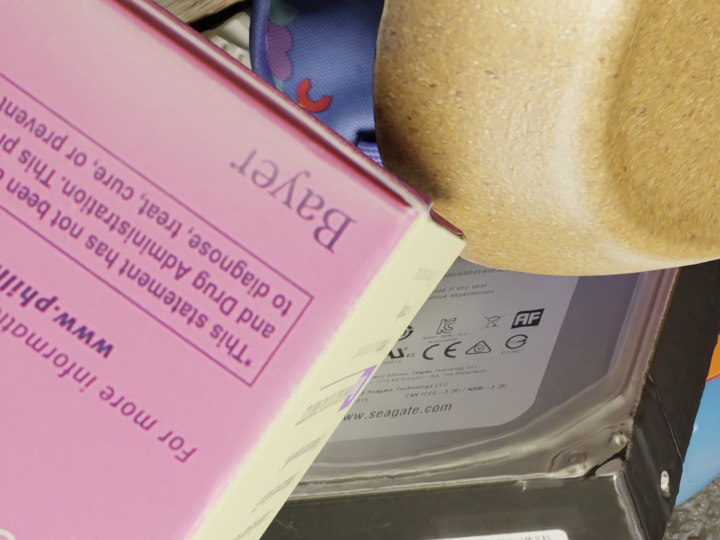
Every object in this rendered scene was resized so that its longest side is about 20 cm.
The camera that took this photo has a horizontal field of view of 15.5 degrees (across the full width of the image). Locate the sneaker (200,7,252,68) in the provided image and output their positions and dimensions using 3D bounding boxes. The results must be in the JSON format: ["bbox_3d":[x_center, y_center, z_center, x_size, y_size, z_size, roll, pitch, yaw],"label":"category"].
[{"bbox_3d":[-0.063,-0.003,0.698,0.130,0.080,0.199,-29,-179,41],"label":"sneaker"}]

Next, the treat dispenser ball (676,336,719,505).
[{"bbox_3d":[0.072,0.007,1.046,0.201,0.201,0.201,-31,178,-1],"label":"treat dispenser ball"}]

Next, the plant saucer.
[{"bbox_3d":[0.093,-0.069,0.548,0.200,0.035,0.200,-28,144,-23],"label":"plant saucer"}]

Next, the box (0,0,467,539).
[{"bbox_3d":[-0.079,0.045,0.455,0.200,0.097,0.176,-55,176,2],"label":"box"}]

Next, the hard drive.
[{"bbox_3d":[0.031,0.010,0.734,0.140,0.038,0.200,-7,-148,25],"label":"hard drive"}]

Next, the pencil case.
[{"bbox_3d":[0.039,-0.061,0.662,0.078,0.087,0.200,4,-172,18],"label":"pencil case"}]
